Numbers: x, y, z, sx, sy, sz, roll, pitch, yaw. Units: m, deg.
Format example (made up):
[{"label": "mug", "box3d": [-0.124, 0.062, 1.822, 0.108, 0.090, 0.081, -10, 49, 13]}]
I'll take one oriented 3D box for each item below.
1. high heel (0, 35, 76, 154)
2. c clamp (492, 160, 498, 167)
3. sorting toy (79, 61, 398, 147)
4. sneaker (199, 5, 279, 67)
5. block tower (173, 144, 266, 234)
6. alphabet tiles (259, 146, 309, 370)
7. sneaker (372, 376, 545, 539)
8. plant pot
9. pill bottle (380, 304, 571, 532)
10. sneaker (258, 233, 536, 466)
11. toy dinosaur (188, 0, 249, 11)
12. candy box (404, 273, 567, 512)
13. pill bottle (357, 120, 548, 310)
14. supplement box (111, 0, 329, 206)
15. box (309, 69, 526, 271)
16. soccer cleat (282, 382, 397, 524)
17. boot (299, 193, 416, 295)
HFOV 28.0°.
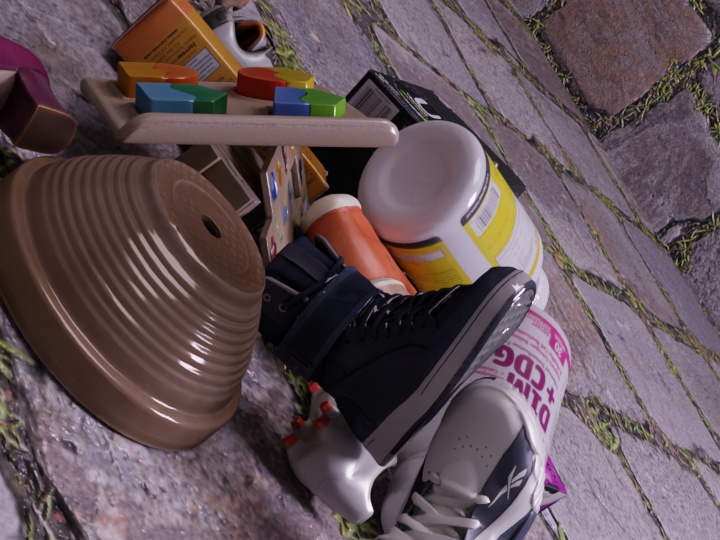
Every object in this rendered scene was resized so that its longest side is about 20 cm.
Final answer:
[{"label": "high heel", "box3d": [-0.257, -0.126, 0.835, 0.096, 0.068, 0.200, 45, 8, 33]}, {"label": "c clamp", "box3d": [0.107, -0.014, 1.374, 0.027, 0.172, 0.200, 34, 6, 16]}, {"label": "sorting toy", "box3d": [-0.088, -0.116, 0.988, 0.183, 0.037, 0.200, -1, 14, -19]}, {"label": "sneaker", "box3d": [-0.098, -0.182, 1.289, 0.074, 0.079, 0.200, 58, 16, 19]}, {"label": "block tower", "box3d": [-0.096, -0.056, 1.049, 0.058, 0.054, 0.200, 54, 7, 3]}, {"label": "alphabet tiles", "box3d": [-0.052, -0.016, 1.070, 0.200, 0.007, 0.169, -78, 163, -66]}, {"label": "sneaker", "box3d": [0.040, 0.167, 0.860, 0.079, 0.200, 0.129, 31, 24, 18]}, {"label": "plant pot", "box3d": [-0.123, 0.000, 0.869, 0.201, 0.092, 0.201, 46, 20, -22]}, {"label": "pill bottle", "box3d": [0.086, 0.121, 1.075, 0.113, 0.113, 0.201, 47, 39, -20]}, {"label": "sneaker", "box3d": [0.011, 0.022, 0.891, 0.146, 0.203, 0.077, 48, 49, 8]}, {"label": "toy dinosaur", "box3d": [-0.116, -0.296, 1.344, 0.135, 0.199, 0.087, -17, 97, -32]}, {"label": "candy box", "box3d": [0.089, 0.113, 1.253, 0.136, 0.061, 0.201, 28, 31, -53]}, {"label": "pill bottle", "box3d": [0.086, -0.026, 1.203, 0.200, 0.111, 0.113, 49, 15, -48]}, {"label": "supplement box", "box3d": [-0.110, -0.129, 1.171, 0.200, 0.069, 0.067, 48, 9, -14]}, {"label": "box", "box3d": [0.050, -0.092, 1.399, 0.149, 0.124, 0.200, 48, 15, 14]}, {"label": "soccer cleat", "box3d": [-0.002, 0.108, 1.033, 0.078, 0.069, 0.200, 55, 24, -11]}, {"label": "boot", "box3d": [0.000, 0.000, 1.137, 0.200, 0.074, 0.108, 68, -3, -78]}]
